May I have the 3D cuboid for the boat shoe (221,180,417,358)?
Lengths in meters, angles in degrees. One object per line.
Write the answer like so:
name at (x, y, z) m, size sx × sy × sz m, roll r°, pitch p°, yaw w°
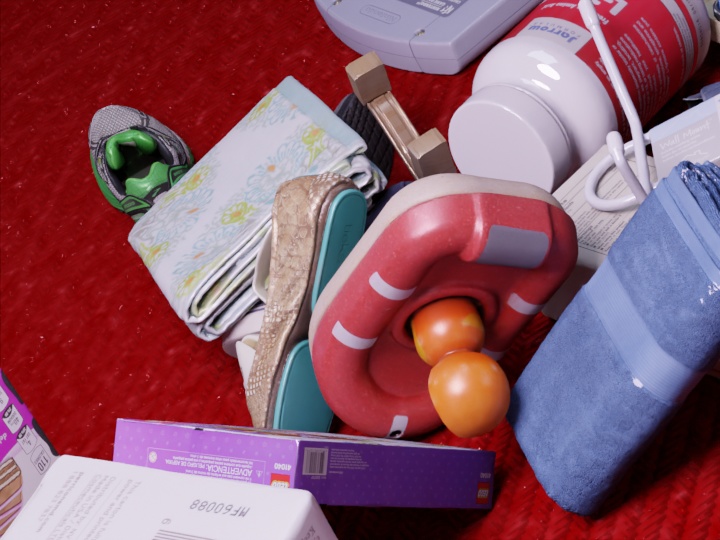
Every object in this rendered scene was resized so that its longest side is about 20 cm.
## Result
boat shoe at (0.000, 0.000, 1.547) m, size 0.198 × 0.075 × 0.094 m, roll -11°, pitch 65°, yaw 13°

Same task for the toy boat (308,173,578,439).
toy boat at (0.054, 0.043, 1.397) m, size 0.129 × 0.200 × 0.132 m, roll 6°, pitch 51°, yaw -27°

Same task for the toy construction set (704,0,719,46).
toy construction set at (0.278, -0.218, 1.659) m, size 0.131 × 0.093 × 0.199 m, roll -38°, pitch 27°, yaw -22°

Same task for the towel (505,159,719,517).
towel at (0.164, 0.041, 1.340) m, size 0.201 × 0.048 × 0.112 m, roll -56°, pitch 33°, yaw 25°

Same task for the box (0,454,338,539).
box at (-0.113, 0.235, 1.253) m, size 0.199 × 0.172 × 0.200 m, roll 4°, pitch 46°, yaw 39°

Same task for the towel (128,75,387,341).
towel at (-0.077, -0.047, 1.594) m, size 0.171 × 0.048 × 0.200 m, roll -41°, pitch 25°, yaw 0°

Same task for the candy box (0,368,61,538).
candy box at (-0.226, 0.172, 1.389) m, size 0.061 × 0.201 × 0.137 m, roll 4°, pitch 46°, yaw 38°

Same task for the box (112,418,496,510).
box at (-0.030, 0.115, 1.355) m, size 0.136 × 0.199 × 0.040 m, roll 4°, pitch 87°, yaw 37°

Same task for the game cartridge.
game cartridge at (0.053, -0.219, 1.857) m, size 0.133 × 0.042 × 0.200 m, roll -43°, pitch 37°, yaw -14°

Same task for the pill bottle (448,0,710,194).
pill bottle at (0.148, -0.130, 1.583) m, size 0.112 × 0.113 × 0.200 m, roll 6°, pitch 38°, yaw 39°

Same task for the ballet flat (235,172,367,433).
ballet flat at (-0.044, 0.034, 1.484) m, size 0.065 × 0.070 × 0.202 m, roll 16°, pitch 95°, yaw 37°

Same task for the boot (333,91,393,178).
boot at (-0.060, -0.056, 1.697) m, size 0.131 × 0.070 × 0.201 m, roll -11°, pitch 33°, yaw 32°

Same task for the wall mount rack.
wall mount rack at (0.212, -0.127, 1.441) m, size 0.199 × 0.075 × 0.174 m, roll -26°, pitch 33°, yaw 17°

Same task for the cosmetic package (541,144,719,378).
cosmetic package at (0.203, -0.003, 1.436) m, size 0.103 × 0.073 × 0.199 m, roll -43°, pitch 37°, yaw -22°

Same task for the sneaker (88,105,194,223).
sneaker at (-0.168, -0.087, 1.792) m, size 0.078 × 0.086 × 0.200 m, roll -32°, pitch 34°, yaw -7°

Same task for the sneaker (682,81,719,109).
sneaker at (0.265, -0.114, 1.531) m, size 0.084 × 0.075 × 0.200 m, roll 19°, pitch 55°, yaw 36°

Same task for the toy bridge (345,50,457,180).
toy bridge at (0.054, -0.071, 1.628) m, size 0.027 × 0.067 × 0.200 m, roll -32°, pitch 54°, yaw -8°
